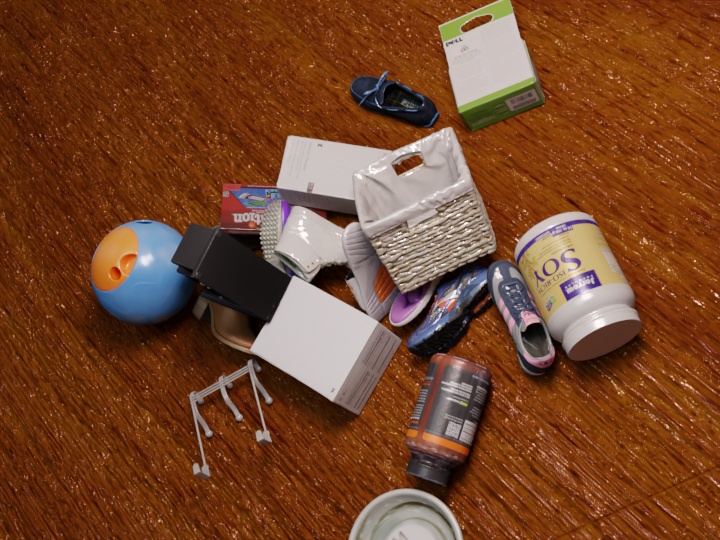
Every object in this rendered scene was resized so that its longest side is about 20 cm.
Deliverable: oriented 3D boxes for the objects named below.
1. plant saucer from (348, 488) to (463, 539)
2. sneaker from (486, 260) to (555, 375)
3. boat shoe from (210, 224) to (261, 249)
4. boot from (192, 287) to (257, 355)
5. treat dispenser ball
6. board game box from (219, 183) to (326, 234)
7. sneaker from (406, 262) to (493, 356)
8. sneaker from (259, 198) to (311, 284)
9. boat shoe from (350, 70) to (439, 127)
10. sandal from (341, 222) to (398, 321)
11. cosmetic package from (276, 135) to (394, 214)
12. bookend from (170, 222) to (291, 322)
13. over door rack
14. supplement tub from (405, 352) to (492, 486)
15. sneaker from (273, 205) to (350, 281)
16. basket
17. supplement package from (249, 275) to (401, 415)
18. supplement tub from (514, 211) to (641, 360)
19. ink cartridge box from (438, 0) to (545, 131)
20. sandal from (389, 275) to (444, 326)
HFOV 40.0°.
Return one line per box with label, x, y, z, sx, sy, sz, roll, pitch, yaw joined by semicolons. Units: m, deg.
plant saucer;0.077;0.452;1.574;0.199;0.050;0.201;-10;66;22
sneaker;0.264;0.067;1.592;0.070;0.082;0.201;-21;76;-7
boat shoe;-0.226;-0.078;1.914;0.199;0.073;0.065;-13;50;2
boot;-0.223;0.056;1.846;0.200;0.074;0.155;35;97;33
treat dispenser ball;-0.415;0.004;1.896;0.200;0.201;0.202;-9;67;22
board game box;-0.163;-0.114;1.867;0.199;0.019;0.103;1;61;-4
sneaker;0.152;0.067;1.685;0.200;0.075;0.078;-44;49;-5
sneaker;-0.123;-0.033;1.821;0.069;0.099;0.201;1;97;57
boat shoe;0.061;-0.338;1.878;0.199;0.069;0.084;19;80;30
sandal;0.006;-0.006;1.714;0.079;0.207;0.059;-40;39;-24
cosmetic package;-0.043;-0.172;1.828;0.199;0.081;0.113;7;73;11
bookend;-0.262;-0.009;1.727;0.198;0.200;0.092;17;77;42
over door rack;-0.230;0.271;1.773;0.147;0.067;0.200;-30;40;12
supplement tub;0.136;0.242;1.595;0.107;0.107;0.201;13;77;29
sneaker;-0.056;-0.019;1.761;0.199;0.074;0.116;27;69;-5
basket;0.109;-0.101;1.663;0.198;0.161;0.200;-25;31;11
supplement package;-0.061;0.130;1.731;0.200;0.111;0.156;27;84;31
supplement tub;0.343;0.025;1.557;0.145;0.145;0.201;-28;61;13
ink cartridge box;0.238;-0.379;1.806;0.147;0.076;0.201;-19;62;18
sandal;0.105;0.005;1.720;0.203;0.050;0.082;-54;27;-9
